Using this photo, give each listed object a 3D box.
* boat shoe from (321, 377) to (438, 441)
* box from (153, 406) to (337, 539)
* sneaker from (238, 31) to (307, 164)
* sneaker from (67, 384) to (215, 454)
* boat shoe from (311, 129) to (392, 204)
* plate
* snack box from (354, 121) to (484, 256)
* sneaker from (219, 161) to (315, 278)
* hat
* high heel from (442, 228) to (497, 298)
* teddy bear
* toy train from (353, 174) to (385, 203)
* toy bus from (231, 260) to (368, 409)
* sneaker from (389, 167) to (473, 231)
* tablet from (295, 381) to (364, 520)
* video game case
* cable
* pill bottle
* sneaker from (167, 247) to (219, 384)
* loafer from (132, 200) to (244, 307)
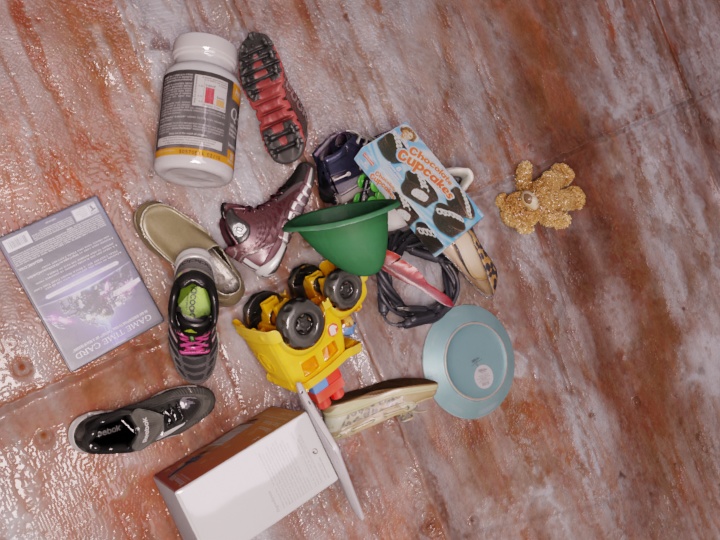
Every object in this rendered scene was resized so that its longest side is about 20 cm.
[{"bbox_3d":[0.034,0.217,1.129,0.198,0.073,0.063,-11,94,-17],"label":"boat shoe"},{"bbox_3d":[-0.160,0.285,0.970,0.199,0.152,0.107,-27,96,-28],"label":"box"},{"bbox_3d":[-0.133,-0.265,1.095,0.070,0.098,0.202,-17,98,11],"label":"sneaker"},{"bbox_3d":[-0.285,0.206,0.950,0.198,0.090,0.067,-12,94,-27],"label":"sneaker"},{"bbox_3d":[0.007,-0.197,1.149,0.200,0.074,0.093,-42,139,-25],"label":"boat shoe"},{"bbox_3d":[0.198,0.160,1.242,0.198,0.026,0.202,5,80,-27],"label":"plate"},{"bbox_3d":[0.094,-0.131,1.111,0.200,0.037,0.116,50,51,4],"label":"snack box"},{"bbox_3d":[-0.149,-0.098,1.077,0.115,0.076,0.202,25,69,-14],"label":"sneaker"},{"bbox_3d":[0.000,0.000,1.012,0.165,0.198,0.178,-33,114,-55],"label":"hat"},{"bbox_3d":[0.163,-0.032,1.173,0.199,0.071,0.144,20,45,-50],"label":"high heel"},{"bbox_3d":[0.351,-0.141,1.339,0.198,0.067,0.147,-5,82,-28],"label":"teddy bear"},{"bbox_3d":[0.005,-0.059,1.138,0.056,0.042,0.202,4,102,-49],"label":"toy train"},{"bbox_3d":[-0.062,0.101,1.068,0.199,0.135,0.193,-36,112,-29],"label":"toy bus"},{"bbox_3d":[0.105,-0.131,1.194,0.199,0.099,0.075,-30,98,-26],"label":"sneaker"},{"bbox_3d":[-0.043,0.258,0.999,0.014,0.130,0.201,-26,135,-12],"label":"tablet"},{"bbox_3d":[-0.381,0.016,0.971,0.142,0.019,0.201,-30,98,-27],"label":"video game case"},{"bbox_3d":[0.095,0.010,1.190,0.199,0.051,0.165,-11,82,-42],"label":"cable"},{"bbox_3d":[-0.234,-0.230,1.026,0.115,0.116,0.202,8,80,-26],"label":"pill bottle"},{"bbox_3d":[-0.230,0.075,0.968,0.073,0.088,0.202,3,111,-10],"label":"sneaker"},{"bbox_3d":[-0.239,-0.029,1.021,0.200,0.067,0.076,42,67,-16],"label":"loafer"}]
